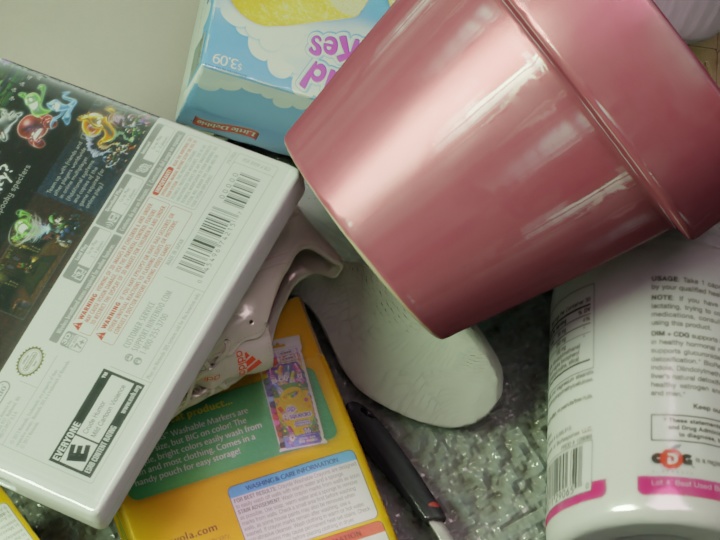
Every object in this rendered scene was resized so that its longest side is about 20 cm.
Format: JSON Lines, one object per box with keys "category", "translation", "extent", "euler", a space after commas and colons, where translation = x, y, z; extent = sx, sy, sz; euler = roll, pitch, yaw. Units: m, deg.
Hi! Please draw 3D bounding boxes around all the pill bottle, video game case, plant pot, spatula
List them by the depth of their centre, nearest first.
{"category": "video game case", "translation": [-0.150, 0.005, 1.165], "extent": [0.181, 0.023, 0.201], "euler": [21, 65, 20]}
{"category": "plant pot", "translation": [0.070, -0.070, 1.185], "extent": [0.179, 0.200, 0.200], "euler": [-38, 70, 5]}
{"category": "spatula", "translation": [0.043, 0.145, 1.246], "extent": [0.021, 0.056, 0.200], "euler": [-43, 60, 23]}
{"category": "pill bottle", "translation": [0.154, 0.054, 1.259], "extent": [0.113, 0.113, 0.201], "euler": [5, 64, -3]}

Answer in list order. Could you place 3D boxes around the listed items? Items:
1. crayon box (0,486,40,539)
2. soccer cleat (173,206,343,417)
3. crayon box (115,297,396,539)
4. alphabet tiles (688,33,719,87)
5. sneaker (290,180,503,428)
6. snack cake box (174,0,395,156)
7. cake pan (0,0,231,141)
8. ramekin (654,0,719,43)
{"category": "crayon box", "translation": [-0.175, 0.208, 1.157], "extent": [0.125, 0.052, 0.200], "euler": [-30, 51, -18]}
{"category": "soccer cleat", "translation": [-0.086, 0.040, 1.196], "extent": [0.077, 0.069, 0.200], "euler": [34, 64, 9]}
{"category": "crayon box", "translation": [-0.055, 0.126, 1.231], "extent": [0.125, 0.052, 0.201], "euler": [-16, 67, -13]}
{"category": "alphabet tiles", "translation": [0.150, -0.074, 1.384], "extent": [0.166, 0.008, 0.201], "euler": [8, 63, -2]}
{"category": "sneaker", "translation": [0.000, 0.000, 1.304], "extent": [0.200, 0.075, 0.089], "euler": [38, 28, 1]}
{"category": "snack cake box", "translation": [0.009, -0.115, 1.329], "extent": [0.199, 0.067, 0.116], "euler": [15, 61, -12]}
{"category": "cake pan", "translation": [-0.144, -0.130, 1.366], "extent": [0.199, 0.037, 0.201], "euler": [2, 64, -5]}
{"category": "ramekin", "translation": [0.133, -0.203, 1.348], "extent": [0.199, 0.098, 0.201], "euler": [17, 21, -7]}
